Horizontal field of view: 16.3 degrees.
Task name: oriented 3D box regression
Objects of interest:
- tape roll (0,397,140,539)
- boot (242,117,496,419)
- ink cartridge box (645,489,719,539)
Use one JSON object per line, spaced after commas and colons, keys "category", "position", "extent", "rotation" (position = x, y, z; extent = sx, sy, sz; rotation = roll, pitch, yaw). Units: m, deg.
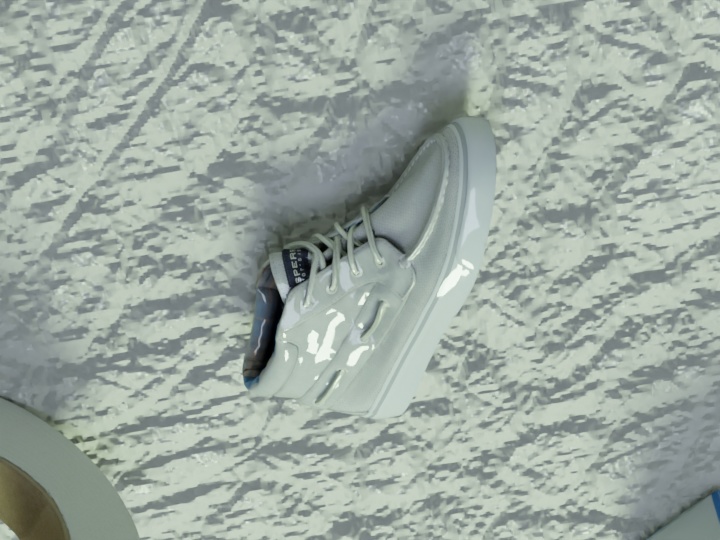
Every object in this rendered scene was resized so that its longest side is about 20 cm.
{"category": "tape roll", "position": [-0.208, 0.140, 1.327], "extent": [0.202, 0.203, 0.037], "rotation": [23, 122, -21]}
{"category": "boot", "position": [0.000, 0.000, 1.316], "extent": [0.095, 0.074, 0.200], "rotation": [6, 128, -19]}
{"category": "ink cartridge box", "position": [0.257, 0.247, 1.489], "extent": [0.086, 0.147, 0.200], "rotation": [-41, 122, 21]}
